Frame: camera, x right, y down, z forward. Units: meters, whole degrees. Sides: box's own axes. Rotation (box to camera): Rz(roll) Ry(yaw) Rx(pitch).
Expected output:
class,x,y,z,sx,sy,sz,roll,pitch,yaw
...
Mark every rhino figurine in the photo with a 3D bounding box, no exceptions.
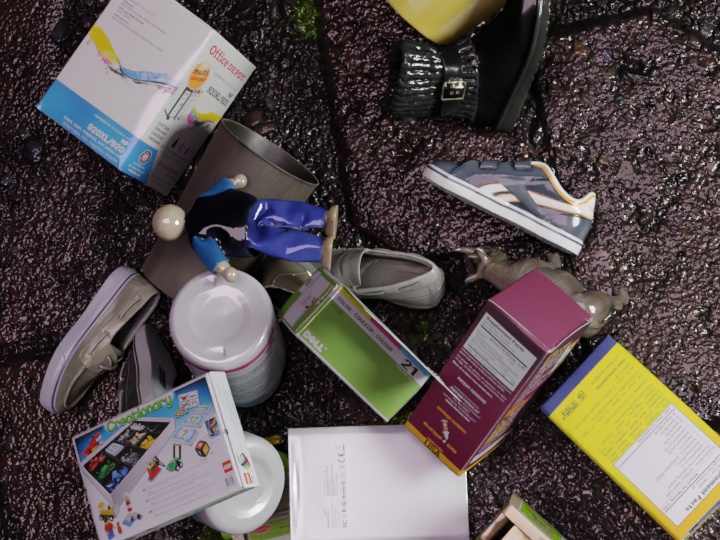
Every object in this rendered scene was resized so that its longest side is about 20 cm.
class,x,y,z,sx,sy,sz,roll,pitch,yaw
rhino figurine,0.192,0.014,1.479,0.199,0.087,0.060,26,119,19

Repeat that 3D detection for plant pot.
class,x,y,z,sx,sy,sz,roll,pitch,yaw
plant pot,0.118,-0.369,1.533,0.189,0.200,0.201,-46,71,20

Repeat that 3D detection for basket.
class,x,y,z,sx,sy,sz,roll,pitch,yaw
basket,-0.158,-0.057,1.569,0.136,0.180,0.201,32,99,-12

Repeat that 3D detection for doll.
class,x,y,z,sx,sy,sz,roll,pitch,yaw
doll,-0.127,-0.043,1.438,0.198,0.049,0.137,7,58,2

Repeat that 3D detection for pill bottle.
class,x,y,z,sx,sy,sz,roll,pitch,yaw
pill bottle,-0.143,0.083,1.498,0.112,0.200,0.114,-1,69,3
pill bottle,-0.183,0.222,1.509,0.199,0.110,0.112,9,81,50

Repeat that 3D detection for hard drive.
class,x,y,z,sx,sy,sz,roll,pitch,yaw
hard drive,0.019,0.241,1.495,0.198,0.026,0.133,-2,79,-3

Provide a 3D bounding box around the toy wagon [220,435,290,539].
class,x,y,z,sx,sy,sz,roll,pitch,yaw
toy wagon,-0.086,0.290,1.538,0.154,0.040,0.201,-15,76,12

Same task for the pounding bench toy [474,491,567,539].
class,x,y,z,sx,sy,sz,roll,pitch,yaw
pounding bench toy,0.183,0.364,1.403,0.200,0.124,0.156,41,93,9

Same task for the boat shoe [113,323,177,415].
class,x,y,z,sx,sy,sz,roll,pitch,yaw
boat shoe,-0.256,0.129,1.546,0.063,0.200,0.071,-30,115,6

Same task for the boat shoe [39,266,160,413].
class,x,y,z,sx,sy,sz,roll,pitch,yaw
boat shoe,-0.317,0.090,1.621,0.062,0.072,0.201,29,86,20

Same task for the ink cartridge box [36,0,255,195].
class,x,y,z,sx,sy,sz,roll,pitch,yaw
ink cartridge box,-0.256,-0.224,1.621,0.144,0.147,0.201,35,91,18

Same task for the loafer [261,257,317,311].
class,x,y,z,sx,sy,sz,roll,pitch,yaw
loafer,-0.041,0.066,1.520,0.200,0.070,0.075,41,132,-3

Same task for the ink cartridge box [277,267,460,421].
class,x,y,z,sx,sy,sz,roll,pitch,yaw
ink cartridge box,0.004,0.087,1.389,0.076,0.200,0.148,-46,107,-2

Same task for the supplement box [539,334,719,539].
class,x,y,z,sx,sy,sz,roll,pitch,yaw
supplement box,0.303,0.180,1.414,0.109,0.109,0.200,-46,71,3

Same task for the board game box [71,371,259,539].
class,x,y,z,sx,sy,sz,roll,pitch,yaw
board game box,-0.210,0.202,1.411,0.199,0.035,0.127,-26,74,25

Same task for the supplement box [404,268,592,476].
class,x,y,z,sx,sy,sz,roll,pitch,yaw
supplement box,0.146,0.109,1.423,0.086,0.110,0.201,41,125,16

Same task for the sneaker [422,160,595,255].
class,x,y,z,sx,sy,sz,roll,pitch,yaw
sneaker,0.173,-0.094,1.518,0.199,0.078,0.080,26,92,7

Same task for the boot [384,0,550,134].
class,x,y,z,sx,sy,sz,roll,pitch,yaw
boot,0.118,-0.248,1.488,0.157,0.080,0.212,12,127,-7

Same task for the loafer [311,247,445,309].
class,x,y,z,sx,sy,sz,roll,pitch,yaw
loafer,0.000,0.000,1.545,0.199,0.070,0.070,4,59,14
